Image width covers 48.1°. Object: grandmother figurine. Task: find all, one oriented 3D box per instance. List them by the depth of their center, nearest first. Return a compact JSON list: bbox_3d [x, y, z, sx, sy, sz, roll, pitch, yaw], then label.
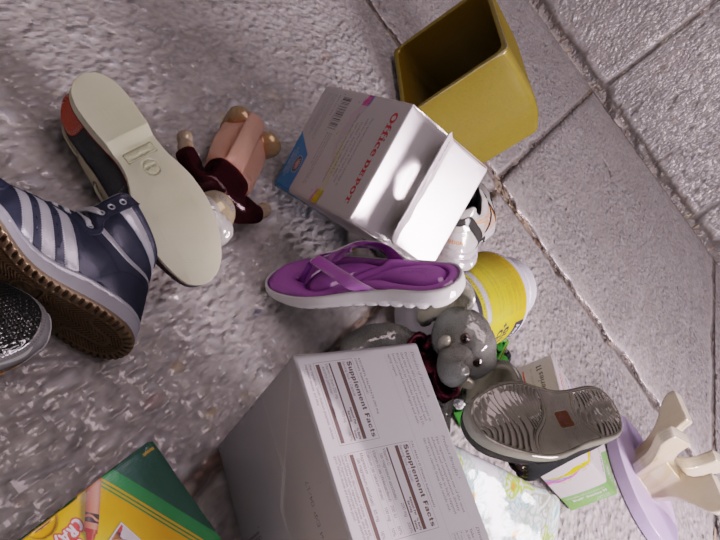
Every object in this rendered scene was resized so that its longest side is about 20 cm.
[{"bbox_3d":[-0.132,-0.092,0.792,0.120,0.061,0.202,32,33,-18],"label":"grandmother figurine"}]

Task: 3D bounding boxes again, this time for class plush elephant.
[{"bbox_3d":[0.070,0.099,0.783,0.166,0.154,0.200,51,30,-5],"label":"plush elephant"}]

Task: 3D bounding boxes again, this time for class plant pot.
[{"bbox_3d":[0.195,-0.302,1.346,0.200,0.194,0.197,40,31,-37],"label":"plant pot"}]

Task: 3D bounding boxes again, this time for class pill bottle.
[{"bbox_3d":[0.135,0.039,0.965,0.198,0.112,0.113,-16,72,-52],"label":"pill bottle"}]

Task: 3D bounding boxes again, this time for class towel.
[{"bbox_3d":[0.107,0.261,0.716,0.199,0.048,0.174,32,63,-34],"label":"towel"}]

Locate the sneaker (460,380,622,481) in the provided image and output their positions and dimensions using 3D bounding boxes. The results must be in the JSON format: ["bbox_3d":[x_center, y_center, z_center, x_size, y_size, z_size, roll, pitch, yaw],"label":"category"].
[{"bbox_3d":[0.150,0.162,0.751,0.197,0.106,0.076,8,49,-37],"label":"sneaker"}]

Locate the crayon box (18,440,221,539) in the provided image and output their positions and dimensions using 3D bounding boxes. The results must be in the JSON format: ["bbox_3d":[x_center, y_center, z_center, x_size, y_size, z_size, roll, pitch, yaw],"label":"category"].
[{"bbox_3d":[-0.159,0.201,0.452,0.120,0.058,0.200,54,30,0],"label":"crayon box"}]

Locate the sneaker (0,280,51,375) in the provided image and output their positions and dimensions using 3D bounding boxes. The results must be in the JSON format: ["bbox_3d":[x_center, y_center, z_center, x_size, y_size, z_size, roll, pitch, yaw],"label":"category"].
[{"bbox_3d":[-0.269,0.012,0.470,0.198,0.077,0.079,21,41,-46],"label":"sneaker"}]

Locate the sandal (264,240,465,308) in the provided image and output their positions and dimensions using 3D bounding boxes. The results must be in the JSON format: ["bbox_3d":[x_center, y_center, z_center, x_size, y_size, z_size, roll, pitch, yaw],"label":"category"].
[{"bbox_3d":[0.002,-0.004,0.765,0.083,0.198,0.051,-60,145,-56],"label":"sandal"}]

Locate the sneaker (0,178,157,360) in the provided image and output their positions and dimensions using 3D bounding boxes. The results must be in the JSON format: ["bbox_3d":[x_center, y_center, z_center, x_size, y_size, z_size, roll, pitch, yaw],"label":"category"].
[{"bbox_3d":[-0.229,-0.034,0.578,0.200,0.069,0.110,45,35,-29],"label":"sneaker"}]

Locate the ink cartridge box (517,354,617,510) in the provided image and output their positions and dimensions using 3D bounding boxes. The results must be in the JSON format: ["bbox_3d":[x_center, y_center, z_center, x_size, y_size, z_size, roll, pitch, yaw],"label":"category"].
[{"bbox_3d":[0.235,0.188,0.977,0.200,0.066,0.119,47,28,-38],"label":"ink cartridge box"}]

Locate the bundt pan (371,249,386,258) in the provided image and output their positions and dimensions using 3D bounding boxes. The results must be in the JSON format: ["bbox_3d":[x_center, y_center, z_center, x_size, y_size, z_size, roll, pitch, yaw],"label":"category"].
[{"bbox_3d":[0.075,-0.077,1.052,0.201,0.075,0.204,34,36,-29],"label":"bundt pan"}]

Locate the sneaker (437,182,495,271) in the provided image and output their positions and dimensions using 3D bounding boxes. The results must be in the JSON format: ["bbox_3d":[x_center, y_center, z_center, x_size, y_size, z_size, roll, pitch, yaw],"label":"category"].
[{"bbox_3d":[0.128,-0.073,0.943,0.072,0.081,0.201,15,28,6],"label":"sneaker"}]

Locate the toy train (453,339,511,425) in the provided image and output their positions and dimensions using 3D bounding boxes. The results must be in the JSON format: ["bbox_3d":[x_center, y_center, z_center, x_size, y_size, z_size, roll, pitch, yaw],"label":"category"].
[{"bbox_3d":[0.152,0.129,0.990,0.057,0.041,0.200,61,29,-7],"label":"toy train"}]

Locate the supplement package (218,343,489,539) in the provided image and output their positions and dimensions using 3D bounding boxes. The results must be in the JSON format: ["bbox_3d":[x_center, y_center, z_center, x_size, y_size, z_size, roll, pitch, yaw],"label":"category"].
[{"bbox_3d":[-0.004,0.181,0.575,0.109,0.156,0.203,-2,59,-34],"label":"supplement package"}]

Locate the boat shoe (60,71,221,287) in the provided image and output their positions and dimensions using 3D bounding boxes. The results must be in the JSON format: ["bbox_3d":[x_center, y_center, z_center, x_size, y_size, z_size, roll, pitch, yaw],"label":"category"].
[{"bbox_3d":[-0.188,-0.068,0.682,0.071,0.062,0.202,-33,88,-42],"label":"boat shoe"}]

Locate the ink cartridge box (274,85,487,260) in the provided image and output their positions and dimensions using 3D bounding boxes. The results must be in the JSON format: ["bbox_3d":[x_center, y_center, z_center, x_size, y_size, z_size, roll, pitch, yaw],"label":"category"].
[{"bbox_3d":[0.024,-0.098,0.855,0.124,0.130,0.199,30,0,-36],"label":"ink cartridge box"}]

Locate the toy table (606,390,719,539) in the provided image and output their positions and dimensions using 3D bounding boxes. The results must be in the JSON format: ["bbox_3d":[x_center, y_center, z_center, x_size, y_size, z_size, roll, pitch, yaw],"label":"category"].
[{"bbox_3d":[0.449,0.286,1.175,0.182,0.117,0.203,18,44,-46],"label":"toy table"}]
